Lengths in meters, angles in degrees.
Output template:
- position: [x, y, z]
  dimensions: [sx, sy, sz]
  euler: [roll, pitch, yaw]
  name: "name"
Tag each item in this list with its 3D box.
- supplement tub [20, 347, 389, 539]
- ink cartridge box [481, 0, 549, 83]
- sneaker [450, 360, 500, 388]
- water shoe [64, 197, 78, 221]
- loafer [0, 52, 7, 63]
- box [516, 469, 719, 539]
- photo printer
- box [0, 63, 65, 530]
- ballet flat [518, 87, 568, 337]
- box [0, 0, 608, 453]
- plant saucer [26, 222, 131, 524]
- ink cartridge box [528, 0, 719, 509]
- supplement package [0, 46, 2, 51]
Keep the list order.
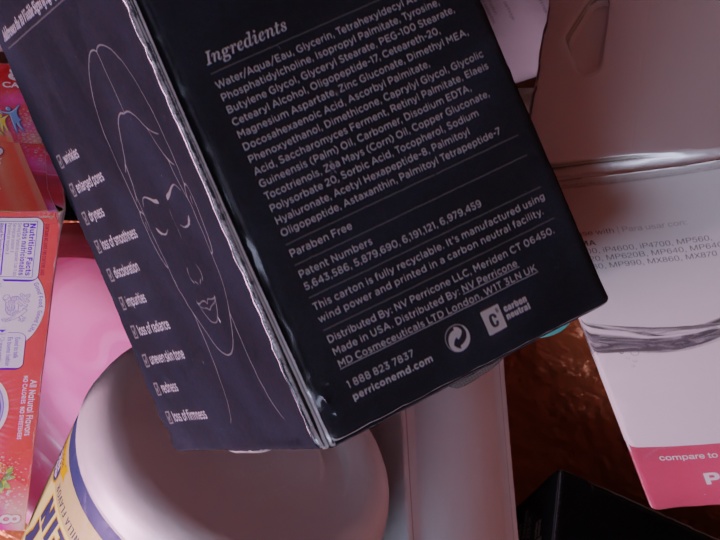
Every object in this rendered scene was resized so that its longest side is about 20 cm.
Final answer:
- position: [-0.084, 0.142, 1.128]
  dimensions: [0.144, 0.144, 0.201]
  euler: [34, 129, 8]
  name: "supplement tub"
- position: [0.081, -0.184, 1.014]
  dimensions: [0.199, 0.041, 0.200]
  euler: [-13, 114, 39]
  name: "ink cartridge box"
- position: [0.000, 0.000, 1.097]
  dimensions: [0.198, 0.116, 0.075]
  euler: [-1, 137, -10]
  name: "sneaker"
- position: [-0.165, -0.071, 1.115]
  dimensions: [0.198, 0.079, 0.072]
  euler: [-2, 137, -14]
  name: "water shoe"
- position: [-0.136, -0.140, 1.134]
  dimensions: [0.199, 0.072, 0.063]
  euler: [-24, 126, 25]
  name: "loafer"
- position: [0.106, 0.211, 1.220]
  dimensions: [0.148, 0.108, 0.200]
  euler: [24, 138, -16]
  name: "box"
- position: [0.013, 0.115, 1.192]
  dimensions: [0.069, 0.201, 0.167]
  euler: [13, 144, -22]
  name: "photo printer"
- position: [-0.186, 0.014, 1.066]
  dimensions: [0.102, 0.095, 0.201]
  euler: [1, 135, -12]
  name: "box"
- position: [0.075, -0.043, 1.035]
  dimensions: [0.067, 0.200, 0.063]
  euler: [-3, 117, 4]
  name: "ballet flat"
- position: [-0.032, -0.047, 0.913]
  dimensions: [0.198, 0.123, 0.200]
  euler: [65, 162, -5]
  name: "box"
- position: [-0.108, 0.059, 1.208]
  dimensions: [0.199, 0.051, 0.202]
  euler: [13, 126, 18]
  name: "plant saucer"
- position: [0.135, -0.024, 0.986]
  dimensions: [0.084, 0.146, 0.201]
  euler: [-7, 136, 21]
  name: "ink cartridge box"
- position: [-0.190, -0.177, 1.006]
  dimensions: [0.117, 0.118, 0.200]
  euler: [2, 164, 36]
  name: "supplement package"
